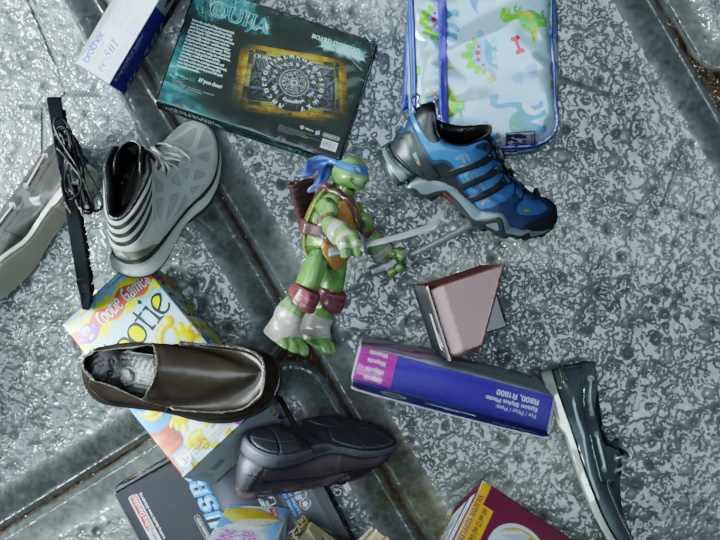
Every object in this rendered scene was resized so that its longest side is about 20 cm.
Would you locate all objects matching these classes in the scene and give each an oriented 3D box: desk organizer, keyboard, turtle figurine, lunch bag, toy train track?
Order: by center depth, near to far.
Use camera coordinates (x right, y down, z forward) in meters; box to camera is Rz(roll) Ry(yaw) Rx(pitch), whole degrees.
[{"bbox_3d":[-0.270,-0.070,1.400,0.039,0.104,0.202,-10,73,-10],"label":"keyboard"},{"bbox_3d":[0.103,0.037,1.415,0.076,0.200,0.072,-18,91,-1],"label":"desk organizer"},{"bbox_3d":[0.020,0.322,1.431,0.199,0.033,0.115,36,128,-7],"label":"toy train track"},{"bbox_3d":[0.000,0.000,1.439,0.198,0.144,0.195,24,101,-7],"label":"turtle figurine"},{"bbox_3d":[0.121,-0.215,1.470,0.159,0.082,0.202,0,90,3],"label":"lunch bag"}]

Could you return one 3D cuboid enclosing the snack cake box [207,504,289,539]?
[{"bbox_3d":[-0.108,0.301,1.373,0.066,0.200,0.116,3,92,1],"label":"snack cake box"}]

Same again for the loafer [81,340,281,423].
[{"bbox_3d":[-0.173,0.102,1.345,0.198,0.071,0.074,-2,77,11],"label":"loafer"}]

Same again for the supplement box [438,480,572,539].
[{"bbox_3d":[0.169,0.321,1.454,0.199,0.086,0.111,33,53,0],"label":"supplement box"}]

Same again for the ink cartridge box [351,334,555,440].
[{"bbox_3d":[0.089,0.110,1.416,0.194,0.200,0.044,14,91,-1],"label":"ink cartridge box"}]

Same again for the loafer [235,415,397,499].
[{"bbox_3d":[-0.048,0.189,1.447,0.072,0.199,0.064,37,114,39],"label":"loafer"}]

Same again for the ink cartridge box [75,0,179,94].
[{"bbox_3d":[-0.213,-0.280,1.462,0.044,0.094,0.201,31,91,-1],"label":"ink cartridge box"}]

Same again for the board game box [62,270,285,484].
[{"bbox_3d":[-0.184,0.100,1.439,0.103,0.105,0.200,-42,74,1],"label":"board game box"}]

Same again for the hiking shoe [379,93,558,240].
[{"bbox_3d":[0.120,-0.095,1.415,0.198,0.075,0.087,21,117,-22],"label":"hiking shoe"}]

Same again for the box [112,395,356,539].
[{"bbox_3d":[-0.124,0.264,1.497,0.197,0.050,0.201,-28,90,0],"label":"box"}]

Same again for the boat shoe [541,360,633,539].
[{"bbox_3d":[0.247,0.189,1.481,0.061,0.073,0.202,-21,86,5],"label":"boat shoe"}]

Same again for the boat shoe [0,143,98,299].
[{"bbox_3d":[-0.352,-0.044,1.488,0.057,0.067,0.200,39,86,19],"label":"boat shoe"}]

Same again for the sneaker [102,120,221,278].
[{"bbox_3d":[-0.192,-0.100,1.415,0.075,0.116,0.202,13,51,12],"label":"sneaker"}]

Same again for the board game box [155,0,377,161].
[{"bbox_3d":[-0.095,-0.201,1.482,0.198,0.028,0.137,18,78,-1],"label":"board game box"}]
